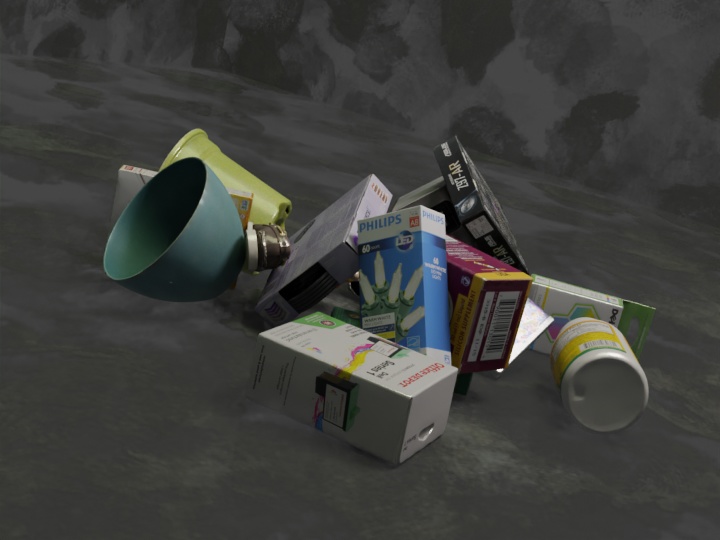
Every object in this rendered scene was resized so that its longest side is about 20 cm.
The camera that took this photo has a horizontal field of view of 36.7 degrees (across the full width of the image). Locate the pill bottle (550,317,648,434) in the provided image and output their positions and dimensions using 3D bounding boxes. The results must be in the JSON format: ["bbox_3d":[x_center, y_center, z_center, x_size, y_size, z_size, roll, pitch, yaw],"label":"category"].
[{"bbox_3d":[0.314,0.132,1.456,0.112,0.114,0.200,13,15,0],"label":"pill bottle"}]

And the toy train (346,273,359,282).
[{"bbox_3d":[0.000,0.000,1.645,0.149,0.056,0.200,8,27,-15],"label":"toy train"}]

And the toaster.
[{"bbox_3d":[0.134,-0.047,1.751,0.118,0.182,0.200,-27,8,12],"label":"toaster"}]

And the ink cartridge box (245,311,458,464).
[{"bbox_3d":[-0.007,0.129,1.239,0.198,0.085,0.145,21,17,23],"label":"ink cartridge box"}]

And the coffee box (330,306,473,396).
[{"bbox_3d":[0.051,0.107,1.448,0.198,0.044,0.123,13,16,-2],"label":"coffee box"}]

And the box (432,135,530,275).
[{"bbox_3d":[0.189,-0.090,1.688,0.200,0.043,0.161,47,20,-49],"label":"box"}]

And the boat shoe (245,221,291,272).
[{"bbox_3d":[-0.131,-0.034,1.520,0.059,0.073,0.200,-4,3,-6],"label":"boat shoe"}]

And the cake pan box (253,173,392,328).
[{"bbox_3d":[-0.050,-0.026,1.496,0.052,0.184,0.201,43,30,-15],"label":"cake pan box"}]

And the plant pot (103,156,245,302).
[{"bbox_3d":[-0.236,-0.035,1.490,0.135,0.201,0.200,41,-3,-34],"label":"plant pot"}]

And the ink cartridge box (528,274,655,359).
[{"bbox_3d":[0.343,0.085,1.663,0.198,0.105,0.059,16,15,6],"label":"ink cartridge box"}]

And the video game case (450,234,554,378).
[{"bbox_3d":[0.163,0.048,1.562,0.200,0.018,0.143,41,53,16],"label":"video game case"}]

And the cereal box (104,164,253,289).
[{"bbox_3d":[-0.267,-0.063,1.591,0.198,0.145,0.040,11,16,-6],"label":"cereal box"}]

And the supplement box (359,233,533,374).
[{"bbox_3d":[0.109,0.034,1.422,0.103,0.132,0.199,-1,20,-42],"label":"supplement box"}]

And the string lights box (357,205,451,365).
[{"bbox_3d":[0.054,0.031,1.349,0.102,0.202,0.059,-12,-16,36],"label":"string lights box"}]

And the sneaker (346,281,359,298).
[{"bbox_3d":[0.007,0.001,1.726,0.081,0.075,0.200,7,17,-28],"label":"sneaker"}]

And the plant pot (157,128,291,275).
[{"bbox_3d":[-0.215,-0.089,1.692,0.183,0.202,0.200,27,17,6],"label":"plant pot"}]
